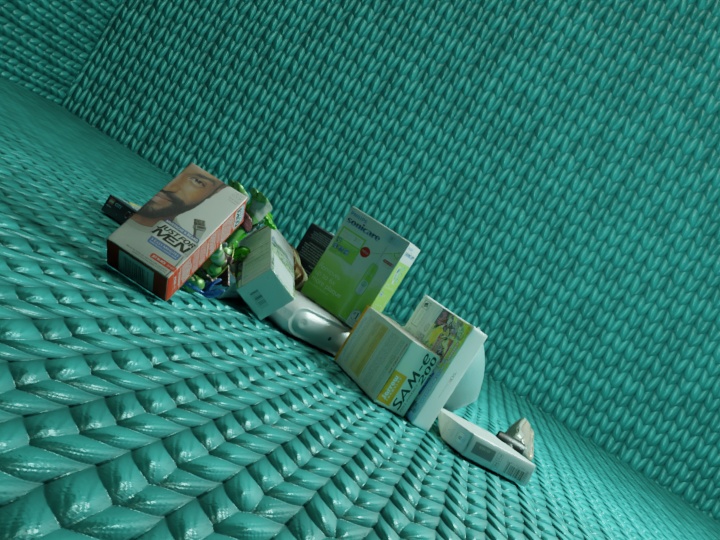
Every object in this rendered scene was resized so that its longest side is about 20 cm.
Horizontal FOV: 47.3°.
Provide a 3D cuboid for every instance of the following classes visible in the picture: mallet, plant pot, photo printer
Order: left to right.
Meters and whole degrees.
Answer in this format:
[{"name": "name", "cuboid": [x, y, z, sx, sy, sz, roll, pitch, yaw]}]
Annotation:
[{"name": "photo printer", "cuboid": [-0.108, 0.092, 1.619, 0.199, 0.070, 0.166, 30, 2, -37]}, {"name": "plant pot", "cuboid": [0.169, 0.211, 1.661, 0.200, 0.199, 0.136, 12, 58, -84]}, {"name": "mallet", "cuboid": [0.300, 0.368, 1.617, 0.065, 0.041, 0.200, 28, 6, 0]}]

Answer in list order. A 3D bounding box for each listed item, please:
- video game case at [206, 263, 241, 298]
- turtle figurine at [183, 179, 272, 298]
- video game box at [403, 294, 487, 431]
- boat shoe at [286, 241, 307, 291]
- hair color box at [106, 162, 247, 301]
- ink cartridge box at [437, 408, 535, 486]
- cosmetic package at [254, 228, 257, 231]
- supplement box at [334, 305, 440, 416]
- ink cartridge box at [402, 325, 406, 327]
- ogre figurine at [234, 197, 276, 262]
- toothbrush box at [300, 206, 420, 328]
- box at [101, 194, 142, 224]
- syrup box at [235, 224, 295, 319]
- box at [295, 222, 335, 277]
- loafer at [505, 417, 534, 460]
[{"name": "video game case", "cuboid": [-0.291, -0.034, 1.565, 0.200, 0.045, 0.181, 48, 6, 7]}, {"name": "turtle figurine", "cuboid": [-0.253, -0.074, 1.351, 0.200, 0.194, 0.144, 43, -18, -14]}, {"name": "video game box", "cuboid": [0.120, 0.162, 1.496, 0.047, 0.201, 0.182, 31, 2, -27]}, {"name": "boat shoe", "cuboid": [-0.167, -0.029, 1.744, 0.200, 0.075, 0.074, 49, -12, 52]}, {"name": "hair color box", "cuboid": [-0.271, -0.062, 1.231, 0.110, 0.200, 0.064, 31, -40, 7]}, {"name": "ink cartridge box", "cuboid": [0.202, 0.310, 1.506, 0.159, 0.048, 0.200, 30, -3, -26]}, {"name": "cosmetic package", "cuboid": [-0.282, -0.056, 1.808, 0.107, 0.086, 0.200, -11, 15, -14]}, {"name": "supplement box", "cuboid": [0.044, 0.160, 1.494, 0.073, 0.127, 0.200, 32, 2, -28]}, {"name": "ink cartridge box", "cuboid": [0.043, 0.147, 1.743, 0.159, 0.051, 0.200, -5, -4, 7]}, {"name": "ogre figurine", "cuboid": [-0.225, -0.081, 1.527, 0.098, 0.120, 0.200, 52, 3, -29]}, {"name": "toothbrush box", "cuboid": [0.000, 0.000, 1.628, 0.145, 0.201, 0.086, 34, 2, 20]}, {"name": "box", "cuboid": [-0.409, -0.077, 1.667, 0.199, 0.038, 0.137, 32, 2, 15]}, {"name": "syrup box", "cuboid": [-0.178, -0.004, 1.550, 0.079, 0.081, 0.200, 55, 11, -27]}, {"name": "box", "cuboid": [-0.088, 0.019, 1.838, 0.104, 0.201, 0.148, 32, 4, 36]}, {"name": "loafer", "cuboid": [0.352, 0.378, 1.814, 0.063, 0.072, 0.200, 48, 11, 8]}]
